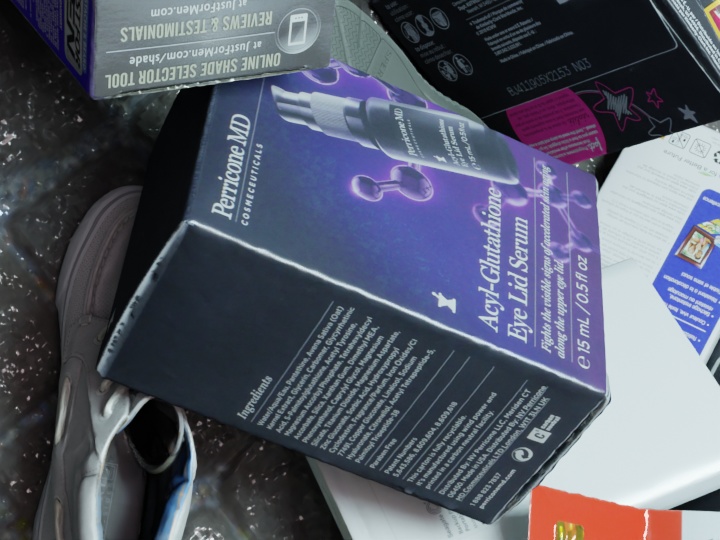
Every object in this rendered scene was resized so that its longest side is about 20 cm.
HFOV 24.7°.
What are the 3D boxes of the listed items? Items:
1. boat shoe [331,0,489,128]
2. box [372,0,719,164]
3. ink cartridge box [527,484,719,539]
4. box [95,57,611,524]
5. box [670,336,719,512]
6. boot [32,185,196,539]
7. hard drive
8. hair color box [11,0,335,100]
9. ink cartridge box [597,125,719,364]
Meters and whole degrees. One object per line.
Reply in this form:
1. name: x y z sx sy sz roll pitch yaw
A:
1. boat shoe: 0.019 -0.056 0.851 0.202 0.065 0.075 43 48 -22
2. box: 0.122 -0.143 0.829 0.115 0.200 0.132 -44 104 -26
3. ink cartridge box: 0.166 0.187 0.746 0.199 0.047 0.161 15 68 -27
4. box: 0.000 0.000 0.736 0.199 0.104 0.148 22 41 -16
5. box: 0.222 0.096 0.895 0.106 0.122 0.200 39 68 -19
6. boot: -0.100 0.054 0.751 0.073 0.095 0.201 10 80 -26
7. hard drive: 0.077 0.079 0.813 0.199 0.027 0.132 -20 55 -13
8. hair color box: -0.102 -0.149 0.720 0.109 0.200 0.065 -12 128 -27
9. ink cartridge box: 0.156 0.008 0.896 0.094 0.037 0.200 26 67 15
